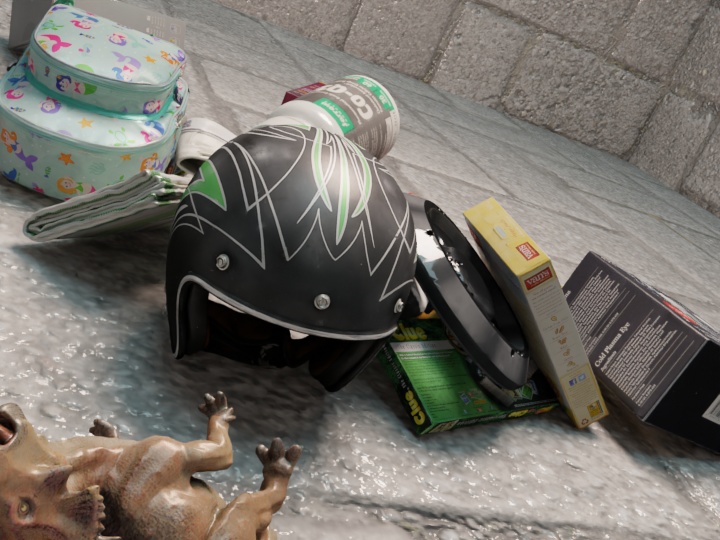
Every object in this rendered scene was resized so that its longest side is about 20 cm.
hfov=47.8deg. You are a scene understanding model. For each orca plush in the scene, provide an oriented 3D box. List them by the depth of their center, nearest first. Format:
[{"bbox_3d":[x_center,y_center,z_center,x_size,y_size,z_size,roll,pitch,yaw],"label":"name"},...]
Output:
[{"bbox_3d":[0.013,-0.014,0.750,0.200,0.071,0.105,-101,165,-47],"label":"orca plush"}]

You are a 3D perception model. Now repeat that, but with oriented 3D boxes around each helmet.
[{"bbox_3d":[-0.050,-0.013,0.604,0.200,0.191,0.200,16,47,-18],"label":"helmet"}]

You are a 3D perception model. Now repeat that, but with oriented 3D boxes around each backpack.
[{"bbox_3d":[-0.265,-0.157,0.803,0.177,0.151,0.200,18,40,-12],"label":"backpack"}]

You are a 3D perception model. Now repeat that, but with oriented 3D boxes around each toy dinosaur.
[{"bbox_3d":[-0.093,0.132,0.385,0.200,0.086,0.136,39,29,-8],"label":"toy dinosaur"}]

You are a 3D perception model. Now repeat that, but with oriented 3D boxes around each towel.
[{"bbox_3d":[-0.173,-0.060,0.719,0.149,0.031,0.200,-12,2,25],"label":"towel"}]

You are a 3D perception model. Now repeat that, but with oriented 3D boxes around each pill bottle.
[{"bbox_3d":[-0.045,-0.150,0.940,0.113,0.113,0.200,29,36,14],"label":"pill bottle"}]

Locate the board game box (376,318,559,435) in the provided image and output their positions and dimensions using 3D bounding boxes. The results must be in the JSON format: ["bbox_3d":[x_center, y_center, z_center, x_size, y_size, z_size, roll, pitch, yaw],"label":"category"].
[{"bbox_3d":[0.097,0.090,0.738,0.200,0.023,0.105,4,51,-46],"label":"board game box"}]

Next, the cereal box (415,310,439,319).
[{"bbox_3d":[0.000,0.000,0.853,0.200,0.040,0.144,32,24,18],"label":"cereal box"}]

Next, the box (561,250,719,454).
[{"bbox_3d":[0.330,0.092,0.881,0.200,0.104,0.182,24,15,-36],"label":"box"}]

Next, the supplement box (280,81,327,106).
[{"bbox_3d":[-0.069,-0.219,1.256,0.086,0.111,0.200,25,19,3],"label":"supplement box"}]

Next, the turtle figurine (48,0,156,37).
[{"bbox_3d":[-0.330,-0.258,1.071,0.200,0.101,0.150,37,41,-47],"label":"turtle figurine"}]

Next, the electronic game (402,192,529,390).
[{"bbox_3d":[0.088,0.016,0.718,0.200,0.042,0.200,49,17,-21],"label":"electronic game"}]

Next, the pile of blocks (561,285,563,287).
[{"bbox_3d":[0.221,0.042,1.008,0.200,0.062,0.082,17,7,-41],"label":"pile of blocks"}]

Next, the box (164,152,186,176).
[{"bbox_3d":[-0.301,-0.165,0.962,0.200,0.035,0.110,25,20,1],"label":"box"}]

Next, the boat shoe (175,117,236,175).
[{"bbox_3d":[-0.130,-0.107,0.966,0.200,0.072,0.066,31,50,-36],"label":"boat shoe"}]

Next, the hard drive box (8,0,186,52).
[{"bbox_3d":[-0.381,-0.341,1.179,0.200,0.077,0.156,4,2,-44],"label":"hard drive box"}]

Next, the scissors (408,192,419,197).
[{"bbox_3d":[0.048,-0.054,0.927,0.073,0.014,0.200,31,24,-12],"label":"scissors"}]

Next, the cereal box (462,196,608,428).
[{"bbox_3d":[0.170,0.041,0.796,0.200,0.039,0.144,63,0,-31],"label":"cereal box"}]
